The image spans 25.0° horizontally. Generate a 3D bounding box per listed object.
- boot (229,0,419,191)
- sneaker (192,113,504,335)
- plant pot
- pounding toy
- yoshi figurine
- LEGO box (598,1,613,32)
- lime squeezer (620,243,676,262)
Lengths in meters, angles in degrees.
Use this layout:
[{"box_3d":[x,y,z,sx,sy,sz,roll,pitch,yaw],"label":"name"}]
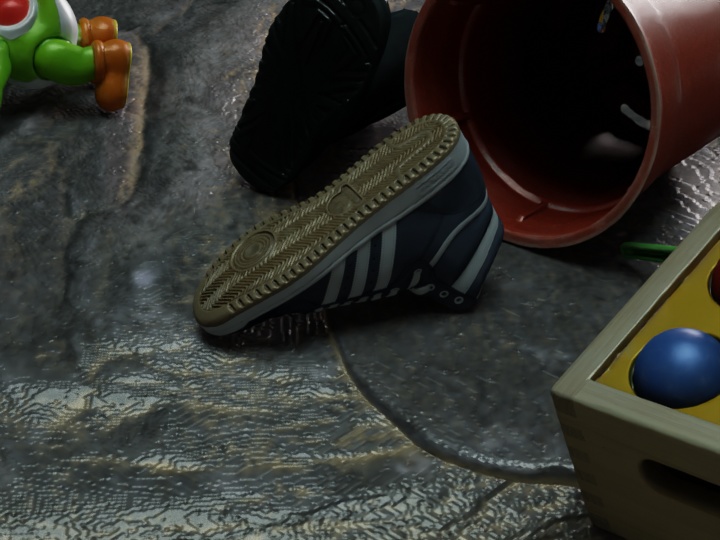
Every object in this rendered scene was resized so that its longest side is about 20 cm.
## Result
[{"box_3d":[-0.001,-0.157,1.160,0.076,0.200,0.168,42,45,8],"label":"boot"},{"box_3d":[0.000,0.000,1.014,0.200,0.109,0.070,-35,38,1],"label":"sneaker"},{"box_3d":[0.168,-0.136,1.131,0.200,0.201,0.195,23,29,34],"label":"plant pot"},{"box_3d":[0.227,0.047,0.779,0.200,0.142,0.184,18,52,41],"label":"pounding toy"},{"box_3d":[-0.287,-0.154,1.267,0.199,0.112,0.112,3,68,-23],"label":"yoshi figurine"},{"box_3d":[0.273,-0.294,1.423,0.200,0.149,0.077,-22,36,-33],"label":"LEGO box"},{"box_3d":[0.195,0.007,0.971,0.071,0.038,0.200,-32,10,15],"label":"lime squeezer"}]
